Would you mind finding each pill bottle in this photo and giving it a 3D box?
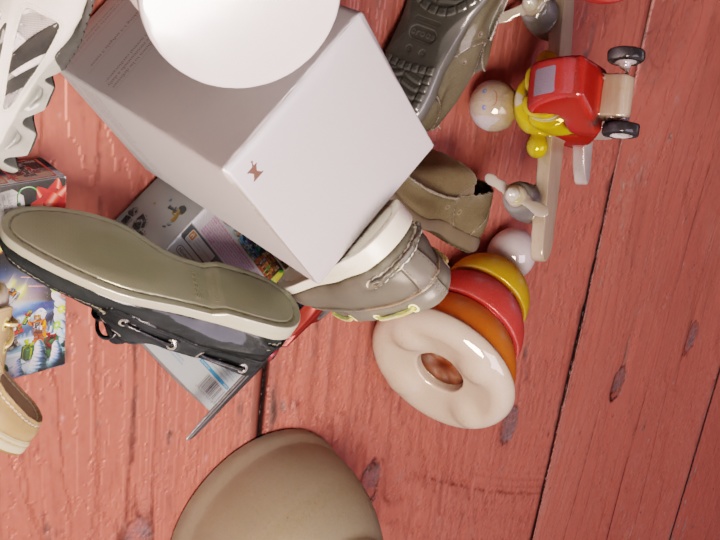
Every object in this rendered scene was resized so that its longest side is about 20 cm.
[{"bbox_3d":[-0.074,-0.187,0.556,0.114,0.201,0.118,-8,131,-10],"label":"pill bottle"}]

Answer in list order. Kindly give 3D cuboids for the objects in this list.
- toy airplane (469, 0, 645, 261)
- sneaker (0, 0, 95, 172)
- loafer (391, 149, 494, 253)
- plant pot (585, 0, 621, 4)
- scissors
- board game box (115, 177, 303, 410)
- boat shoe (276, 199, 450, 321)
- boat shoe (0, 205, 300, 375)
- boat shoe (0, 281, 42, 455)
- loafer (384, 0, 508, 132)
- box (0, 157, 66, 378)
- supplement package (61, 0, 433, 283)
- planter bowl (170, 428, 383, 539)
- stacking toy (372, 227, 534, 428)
[{"bbox_3d":[0.165,-0.142,0.959,0.202,0.138,0.202,-80,173,-48],"label":"toy airplane"},{"bbox_3d":[-0.202,-0.138,0.585,0.087,0.075,0.201,7,129,-36],"label":"sneaker"},{"bbox_3d":[0.053,-0.072,0.922,0.199,0.075,0.068,20,98,-60],"label":"loafer"},{"bbox_3d":[0.231,-0.310,0.841,0.198,0.181,0.205,2,86,-39],"label":"plant pot"},{"bbox_3d":[-0.059,0.049,0.808,0.200,0.014,0.073,-42,170,-41],"label":"scissors"},{"bbox_3d":[-0.093,-0.019,0.806,0.200,0.064,0.148,-47,139,-13],"label":"board game box"},{"bbox_3d":[-0.002,0.002,0.722,0.060,0.201,0.072,43,74,-12],"label":"boat shoe"},{"bbox_3d":[-0.139,0.020,0.692,0.197,0.075,0.067,16,123,-27],"label":"boat shoe"},{"bbox_3d":[-0.232,0.030,0.622,0.069,0.074,0.201,-39,136,-13],"label":"boat shoe"},{"bbox_3d":[0.074,-0.199,0.873,0.202,0.075,0.069,-59,152,7],"label":"loafer"},{"bbox_3d":[-0.276,0.015,0.656,0.198,0.040,0.139,-15,123,-39],"label":"box"},{"bbox_3d":[-0.075,-0.103,0.667,0.117,0.199,0.118,-48,139,-10],"label":"supplement package"},{"bbox_3d":[-0.054,0.262,0.961,0.198,0.134,0.203,-24,128,-35],"label":"planter bowl"},{"bbox_3d":[0.113,0.035,1.030,0.201,0.144,0.148,-53,143,-36],"label":"stacking toy"}]
